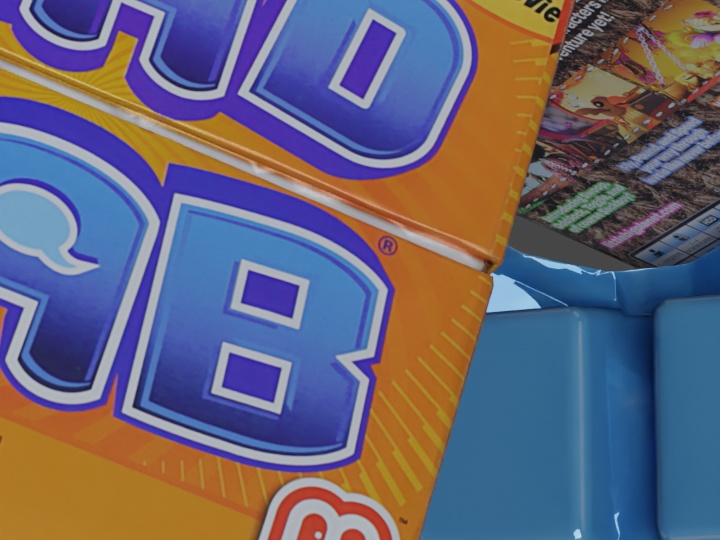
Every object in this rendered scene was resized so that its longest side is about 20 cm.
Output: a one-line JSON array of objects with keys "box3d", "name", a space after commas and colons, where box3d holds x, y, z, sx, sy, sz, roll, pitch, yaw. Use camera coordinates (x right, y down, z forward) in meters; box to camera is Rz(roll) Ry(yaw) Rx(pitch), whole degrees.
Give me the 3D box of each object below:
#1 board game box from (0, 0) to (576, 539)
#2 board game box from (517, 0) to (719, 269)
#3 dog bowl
[{"box3d": [-0.090, -0.004, 0.699, 0.199, 0.200, 0.201, 22, 66, -11], "name": "board game box"}, {"box3d": [0.094, -0.076, 0.798, 0.199, 0.159, 0.097, 23, 67, -15], "name": "board game box"}, {"box3d": [0.077, 0.045, 0.809, 0.199, 0.050, 0.112, -5, 76, 22], "name": "dog bowl"}]
